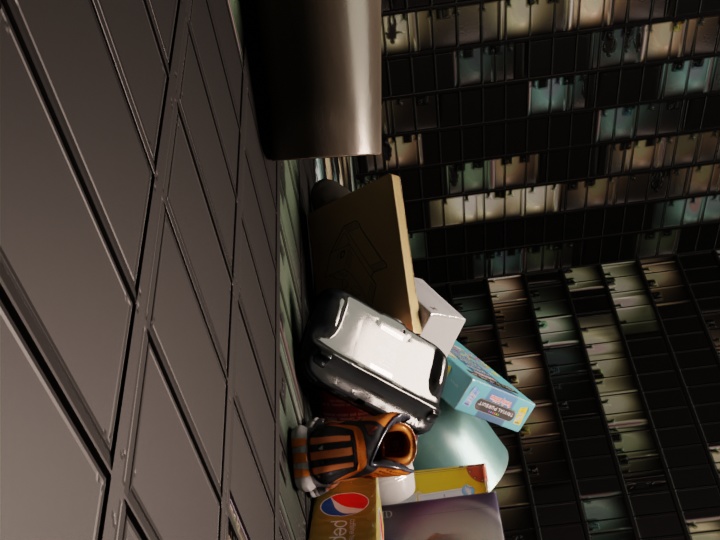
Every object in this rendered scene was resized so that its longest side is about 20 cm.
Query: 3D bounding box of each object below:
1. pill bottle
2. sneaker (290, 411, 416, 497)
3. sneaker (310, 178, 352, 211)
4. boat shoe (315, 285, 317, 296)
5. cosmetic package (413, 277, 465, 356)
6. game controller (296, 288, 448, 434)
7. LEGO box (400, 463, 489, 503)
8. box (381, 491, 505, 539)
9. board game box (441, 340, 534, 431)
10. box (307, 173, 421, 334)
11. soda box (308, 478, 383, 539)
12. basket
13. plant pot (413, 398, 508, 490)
[{"bbox_3d":[0.006,0.162,1.061,0.114,0.112,0.203,-78,161,-83],"label":"pill bottle"},{"bbox_3d":[0.000,0.178,0.884,0.200,0.110,0.079,63,21,-84],"label":"sneaker"},{"bbox_3d":[-0.012,-0.054,1.275,0.201,0.075,0.091,58,-3,22],"label":"sneaker"},{"bbox_3d":[-0.017,0.110,1.255,0.071,0.063,0.203,-91,174,-69],"label":"boat shoe"},{"bbox_3d":[0.043,0.117,1.164,0.102,0.073,0.202,43,-66,42],"label":"cosmetic package"},{"bbox_3d":[0.019,0.099,0.982,0.199,0.042,0.106,32,58,-33],"label":"game controller"},{"bbox_3d":[0.072,0.338,1.156,0.078,0.197,0.150,79,5,-51],"label":"LEGO box"},{"bbox_3d":[0.068,0.366,0.999,0.124,0.197,0.200,79,3,-51],"label":"box"},{"bbox_3d":[0.122,0.133,1.252,0.150,0.047,0.200,26,10,-43],"label":"board game box"},{"bbox_3d":[0.000,0.000,1.155,0.021,0.162,0.203,7,69,-45],"label":"box"},{"bbox_3d":[-0.012,0.268,0.877,0.200,0.067,0.065,-86,170,-77],"label":"soda box"},{"bbox_3d":[-0.040,-0.211,0.893,0.180,0.134,0.203,-64,150,-83],"label":"basket"},{"bbox_3d":[0.094,0.249,1.345,0.162,0.199,0.201,59,8,-12],"label":"plant pot"}]
